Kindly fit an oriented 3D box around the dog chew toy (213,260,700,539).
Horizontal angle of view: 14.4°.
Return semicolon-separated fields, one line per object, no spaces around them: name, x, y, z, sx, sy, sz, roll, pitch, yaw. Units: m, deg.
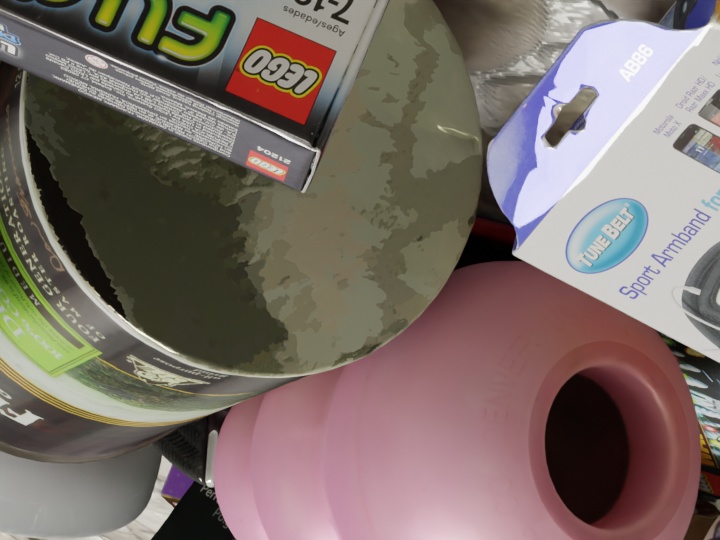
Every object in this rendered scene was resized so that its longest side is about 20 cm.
dog chew toy;0.021;0.064;0.958;0.124;0.125;0.200;33;157;-27

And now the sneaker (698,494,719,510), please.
sneaker;0.088;0.164;1.151;0.077;0.200;0.085;34;164;36

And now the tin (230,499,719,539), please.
tin;0.040;0.111;1.078;0.199;0.042;0.112;-5;176;12

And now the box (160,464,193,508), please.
box;0.015;0.144;1.421;0.199;0.039;0.137;11;158;30

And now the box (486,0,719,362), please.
box;0.138;-0.015;0.815;0.199;0.042;0.119;29;138;-10

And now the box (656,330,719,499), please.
box;0.156;0.039;0.990;0.136;0.040;0.200;16;159;24

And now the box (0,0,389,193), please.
box;-0.083;-0.111;0.759;0.199;0.111;0.035;23;161;-1

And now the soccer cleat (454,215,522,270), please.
soccer cleat;0.000;0.000;1.042;0.199;0.067;0.077;12;142;28

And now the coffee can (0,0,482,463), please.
coffee can;-0.067;-0.023;0.918;0.146;0.147;0.200;29;159;-16

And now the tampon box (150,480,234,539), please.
tampon box;-0.010;0.167;1.223;0.150;0.200;0.126;30;170;40

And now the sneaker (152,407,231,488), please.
sneaker;0.014;0.061;1.126;0.199;0.076;0.115;12;-178;29

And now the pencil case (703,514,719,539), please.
pencil case;0.177;0.113;0.930;0.089;0.078;0.200;1;179;-18

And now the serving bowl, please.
serving bowl;-0.167;0.030;1.205;0.199;0.066;0.200;23;-161;-8
